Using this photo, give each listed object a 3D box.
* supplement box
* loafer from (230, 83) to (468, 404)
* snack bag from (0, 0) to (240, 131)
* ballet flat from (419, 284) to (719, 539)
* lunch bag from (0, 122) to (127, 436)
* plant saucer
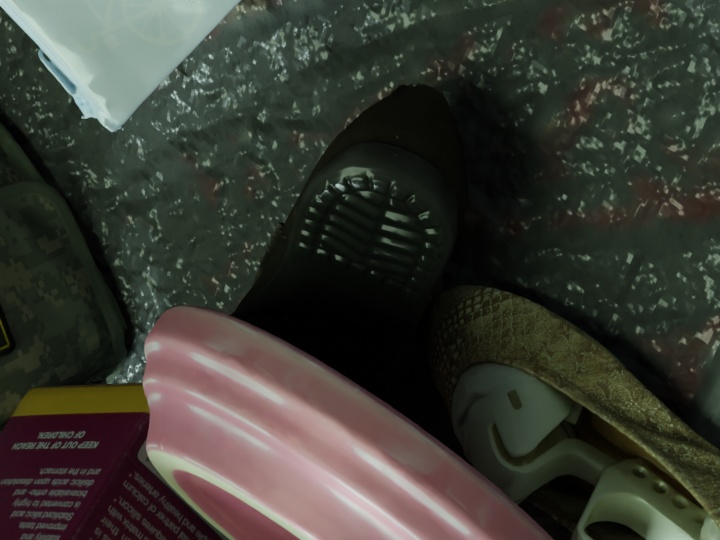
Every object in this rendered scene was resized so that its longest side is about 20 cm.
[{"bbox_3d":[-0.118,0.163,0.804,0.103,0.200,0.131,-6,134,45],"label":"supplement box"},{"bbox_3d":[0.000,0.000,0.747,0.073,0.071,0.200,29,145,-4],"label":"loafer"},{"bbox_3d":[-0.084,-0.180,0.665,0.200,0.021,0.189,-43,92,10],"label":"snack bag"},{"bbox_3d":[0.084,0.072,0.690,0.200,0.065,0.071,34,130,29],"label":"ballet flat"},{"bbox_3d":[-0.220,0.004,0.879,0.200,0.164,0.118,46,137,18],"label":"lunch bag"},{"bbox_3d":[-0.005,0.092,0.719,0.200,0.051,0.201,33,164,10],"label":"plant saucer"}]
